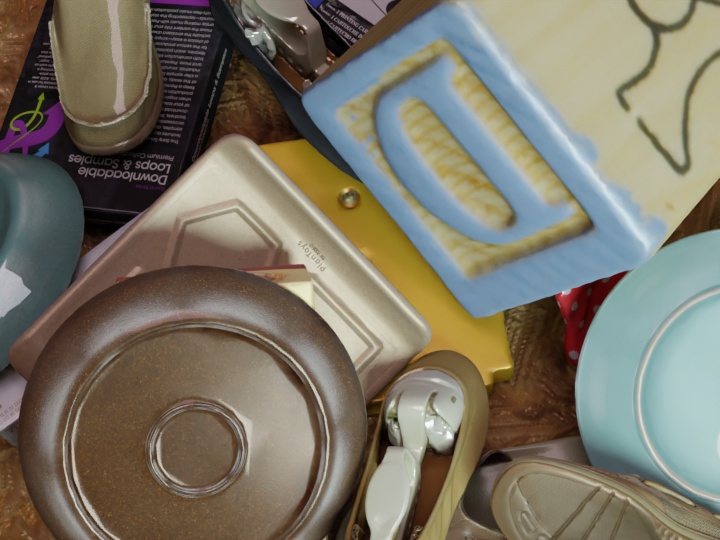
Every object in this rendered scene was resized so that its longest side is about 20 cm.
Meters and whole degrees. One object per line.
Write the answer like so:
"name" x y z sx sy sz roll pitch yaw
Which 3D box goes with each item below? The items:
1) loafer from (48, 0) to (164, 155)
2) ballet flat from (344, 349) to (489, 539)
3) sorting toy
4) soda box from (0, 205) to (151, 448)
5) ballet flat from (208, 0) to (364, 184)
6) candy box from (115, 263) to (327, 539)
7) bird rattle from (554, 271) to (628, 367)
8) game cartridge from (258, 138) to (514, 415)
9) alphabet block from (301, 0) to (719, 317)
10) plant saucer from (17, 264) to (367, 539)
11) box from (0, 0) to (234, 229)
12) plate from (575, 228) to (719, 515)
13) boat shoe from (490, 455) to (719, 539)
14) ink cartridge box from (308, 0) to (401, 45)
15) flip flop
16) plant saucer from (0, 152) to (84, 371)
"loafer" -0.177 -0.169 1.135 0.076 0.067 0.200 -12 61 7
"ballet flat" 0.034 0.111 0.993 0.069 0.063 0.200 1 47 16
"sorting toy" -0.085 0.044 1.034 0.200 0.036 0.185 -44 105 1
"soda box" -0.158 0.029 1.075 0.200 0.064 0.068 -37 66 -6
"ballet flat" -0.028 -0.135 1.116 0.073 0.073 0.200 -39 79 -16
"candy box" -0.081 0.101 0.998 0.115 0.055 0.200 -4 103 -7
"bird rattle" 0.230 0.028 1.069 0.200 0.113 0.163 -25 83 -7
"game cartridge" 0.000 0.000 1.123 0.176 0.032 0.200 -8 67 -3
"alphabet block" 0.120 -0.118 1.035 0.200 0.196 0.195 -45 103 -29
"plant saucer" -0.093 0.097 0.951 0.200 0.032 0.201 -1 102 -7
"box" -0.169 -0.122 1.168 0.143 0.036 0.200 6 63 16
"plate" 0.231 0.074 1.027 0.200 0.026 0.200 -1 96 -7
"boat shoe" 0.162 0.158 0.996 0.200 0.065 0.071 28 110 -15
"ink cartridge box" -0.002 -0.192 1.204 0.200 0.044 0.094 37 69 17
"flip flop" 0.077 0.146 1.034 0.200 0.058 0.081 -15 67 -7
"plant saucer" -0.270 -0.003 1.076 0.200 0.036 0.200 -16 51 21
